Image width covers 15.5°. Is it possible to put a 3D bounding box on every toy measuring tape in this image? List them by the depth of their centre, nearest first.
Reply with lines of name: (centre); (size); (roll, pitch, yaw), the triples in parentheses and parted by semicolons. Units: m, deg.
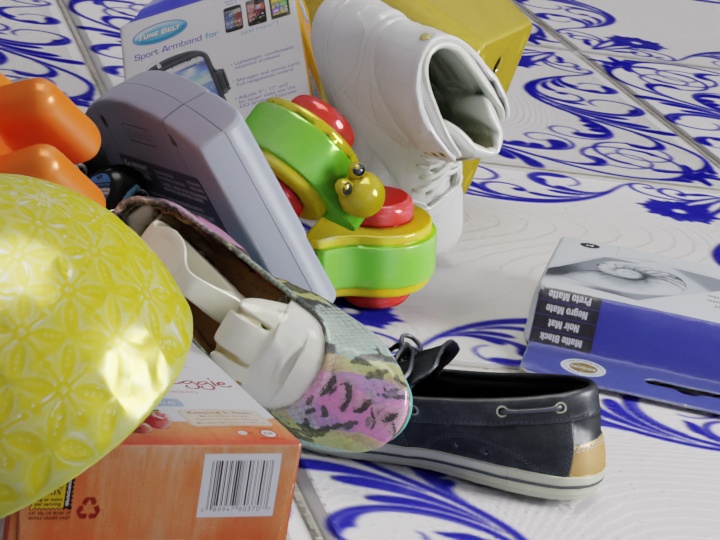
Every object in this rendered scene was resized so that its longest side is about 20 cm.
toy measuring tape: (-0.066, -0.077, 1.525); (0.200, 0.074, 0.074); (26, 22, 37)
toy measuring tape: (0.000, 0.000, 1.531); (0.073, 0.074, 0.200); (14, 25, 13)

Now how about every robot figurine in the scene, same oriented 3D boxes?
robot figurine: (-0.230, -0.036, 1.340); (0.200, 0.144, 0.117); (-17, 9, 16)

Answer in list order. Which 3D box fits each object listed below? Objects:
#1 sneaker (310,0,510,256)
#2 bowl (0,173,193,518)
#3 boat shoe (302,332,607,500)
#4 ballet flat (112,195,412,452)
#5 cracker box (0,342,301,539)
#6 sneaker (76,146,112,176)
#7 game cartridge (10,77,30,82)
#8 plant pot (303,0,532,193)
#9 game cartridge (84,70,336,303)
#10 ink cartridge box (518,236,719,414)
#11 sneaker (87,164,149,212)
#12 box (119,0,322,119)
sneaker: (0.043, -0.071, 1.609); (0.074, 0.200, 0.116); (-40, 42, -21)
bowl: (-0.181, 0.014, 1.111); (0.200, 0.108, 0.200); (-18, 28, 10)
boat shoe: (0.028, 0.063, 1.322); (0.200, 0.062, 0.075); (11, 18, 14)
ballet flat: (-0.060, 0.023, 1.292); (0.200, 0.069, 0.071); (38, 3, 38)
cracker box: (-0.129, 0.067, 1.218); (0.134, 0.058, 0.200); (2, 17, -27)
sneaker: (-0.192, -0.029, 1.504); (0.088, 0.074, 0.200); (22, 30, 39)
game cartridge: (-0.291, -0.073, 1.518); (0.130, 0.038, 0.200); (-23, 11, -39)
plant pot: (0.000, -0.134, 1.796); (0.176, 0.200, 0.200); (26, 19, 12)
game cartridge: (-0.088, -0.046, 1.460); (0.041, 0.133, 0.200); (-30, 19, -17)
ink cartridge box: (0.200, 0.035, 1.567); (0.199, 0.041, 0.200); (11, 16, 6)
sneaker: (-0.149, -0.009, 1.412); (0.078, 0.090, 0.200); (9, 16, -2)
box: (-0.084, -0.106, 1.644); (0.119, 0.042, 0.200); (-16, 45, 8)
